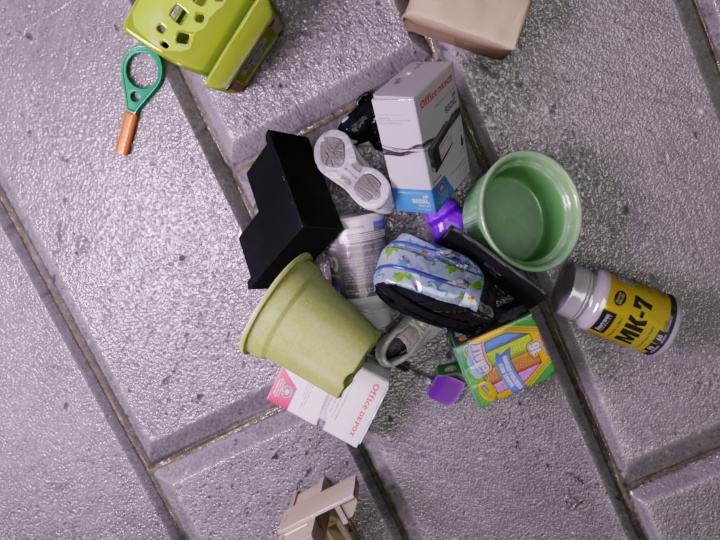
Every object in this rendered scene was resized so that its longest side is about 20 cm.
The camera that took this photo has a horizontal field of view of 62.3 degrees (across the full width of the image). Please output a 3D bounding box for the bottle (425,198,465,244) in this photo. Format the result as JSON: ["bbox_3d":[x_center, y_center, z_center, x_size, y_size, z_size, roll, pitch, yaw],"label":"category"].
[{"bbox_3d":[0.175,-0.063,1.089,0.083,0.065,0.202,-33,96,8],"label":"bottle"}]

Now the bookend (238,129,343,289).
[{"bbox_3d":[-0.148,-0.103,1.075,0.200,0.091,0.202,-43,60,39],"label":"bookend"}]

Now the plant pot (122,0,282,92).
[{"bbox_3d":[-0.245,-0.416,0.998,0.180,0.199,0.201,36,100,-9],"label":"plant pot"}]

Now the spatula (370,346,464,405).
[{"bbox_3d":[0.106,0.200,1.158,0.197,0.021,0.057,28,100,4],"label":"spatula"}]

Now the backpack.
[{"bbox_3d":[0.118,0.025,1.008,0.194,0.163,0.158,5,78,-3],"label":"backpack"}]

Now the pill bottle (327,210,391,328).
[{"bbox_3d":[0.000,0.000,1.087,0.111,0.114,0.206,-6,99,5],"label":"pill bottle"}]

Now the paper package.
[{"bbox_3d":[0.190,-0.480,1.001,0.195,0.104,0.195,18,100,1],"label":"paper package"}]

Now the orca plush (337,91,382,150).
[{"bbox_3d":[0.049,-0.271,1.060,0.194,0.071,0.108,-5,99,5],"label":"orca plush"}]

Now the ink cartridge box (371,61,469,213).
[{"bbox_3d":[0.105,-0.220,0.985,0.083,0.145,0.203,9,132,34],"label":"ink cartridge box"}]

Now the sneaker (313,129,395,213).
[{"bbox_3d":[-0.010,-0.164,1.052,0.078,0.099,0.201,-40,64,6],"label":"sneaker"}]

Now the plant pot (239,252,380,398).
[{"bbox_3d":[-0.072,0.107,1.000,0.183,0.200,0.203,35,100,8],"label":"plant pot"}]

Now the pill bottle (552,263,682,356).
[{"bbox_3d":[0.455,0.067,1.068,0.196,0.114,0.117,20,100,1],"label":"pill bottle"}]

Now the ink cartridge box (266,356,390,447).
[{"bbox_3d":[-0.057,0.217,1.141,0.197,0.084,0.147,27,100,0],"label":"ink cartridge box"}]

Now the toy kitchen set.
[{"bbox_3d":[-0.037,0.509,1.129,0.161,0.200,0.183,-29,97,9],"label":"toy kitchen set"}]

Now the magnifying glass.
[{"bbox_3d":[-0.420,-0.316,1.112,0.078,0.022,0.204,20,98,0],"label":"magnifying glass"}]

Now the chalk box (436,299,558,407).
[{"bbox_3d":[0.236,0.157,1.093,0.197,0.125,0.126,-26,97,9],"label":"chalk box"}]

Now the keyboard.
[{"bbox_3d":[0.218,0.000,1.011,0.198,0.127,0.021,37,69,3],"label":"keyboard"}]

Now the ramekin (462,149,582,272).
[{"bbox_3d":[0.273,-0.095,1.031,0.195,0.098,0.206,2,83,-16],"label":"ramekin"}]

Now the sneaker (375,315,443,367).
[{"bbox_3d":[0.110,0.110,1.101,0.200,0.100,0.075,-45,89,1],"label":"sneaker"}]
